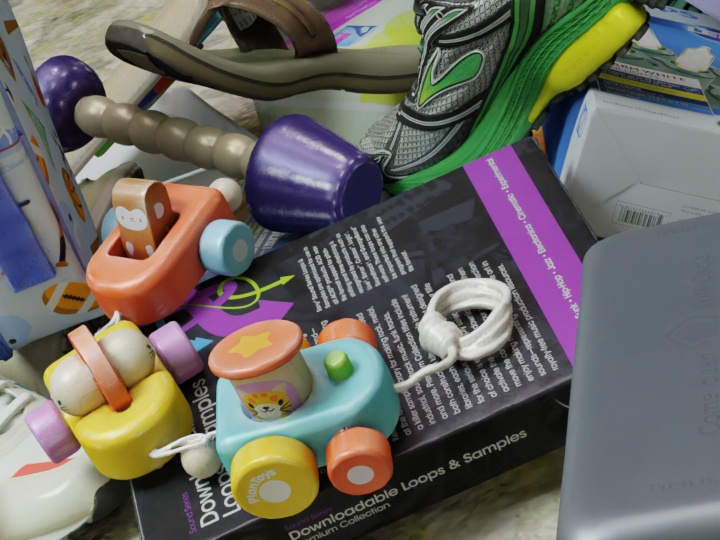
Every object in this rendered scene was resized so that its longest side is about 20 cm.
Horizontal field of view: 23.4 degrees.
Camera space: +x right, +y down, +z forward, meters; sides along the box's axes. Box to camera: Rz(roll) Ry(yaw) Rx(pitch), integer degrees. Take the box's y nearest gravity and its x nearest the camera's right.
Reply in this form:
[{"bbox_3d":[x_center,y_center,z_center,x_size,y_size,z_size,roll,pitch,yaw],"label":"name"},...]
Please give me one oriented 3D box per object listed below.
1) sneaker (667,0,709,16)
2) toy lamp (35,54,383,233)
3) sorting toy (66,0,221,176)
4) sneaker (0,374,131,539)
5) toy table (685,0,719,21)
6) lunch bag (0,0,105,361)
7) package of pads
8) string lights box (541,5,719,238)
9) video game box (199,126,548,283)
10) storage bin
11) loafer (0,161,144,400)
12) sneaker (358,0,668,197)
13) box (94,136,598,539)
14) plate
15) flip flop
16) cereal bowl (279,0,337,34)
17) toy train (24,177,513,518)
[{"bbox_3d":[0.154,-0.145,0.921,0.199,0.075,0.088,5,18,-31],"label":"sneaker"},{"bbox_3d":[-0.077,-0.059,0.840,0.200,0.058,0.058,18,39,36],"label":"toy lamp"},{"bbox_3d":[-0.111,-0.136,1.038,0.185,0.036,0.200,-44,13,32],"label":"sorting toy"},{"bbox_3d":[-0.180,0.062,0.730,0.199,0.094,0.070,3,29,40],"label":"sneaker"},{"bbox_3d":[0.210,-0.194,0.872,0.200,0.117,0.184,9,41,-43],"label":"toy table"},{"bbox_3d":[-0.175,-0.068,0.744,0.075,0.200,0.160,-23,36,-3],"label":"lunch bag"},{"bbox_3d":[0.053,-0.128,1.039,0.200,0.068,0.154,9,34,42],"label":"package of pads"},{"bbox_3d":[0.140,-0.071,0.809,0.102,0.059,0.200,12,24,-3],"label":"string lights box"},{"bbox_3d":[0.000,0.000,0.813,0.182,0.047,0.200,-7,24,17],"label":"video game box"},{"bbox_3d":[0.116,0.072,0.440,0.145,0.135,0.200,-11,24,15],"label":"storage bin"},{"bbox_3d":[-0.147,0.004,0.868,0.068,0.076,0.200,-6,24,10],"label":"loafer"},{"bbox_3d":[0.053,-0.103,0.763,0.200,0.085,0.078,-46,16,47],"label":"sneaker"},{"bbox_3d":[0.002,0.035,0.668,0.199,0.036,0.143,-23,38,0],"label":"box"},{"bbox_3d":[-0.172,-0.051,1.071,0.199,0.032,0.200,-23,22,-13],"label":"plate"},{"bbox_3d":[-0.040,-0.119,0.881,0.200,0.058,0.081,-4,16,-37],"label":"flip flop"},{"bbox_3d":[0.000,-0.229,1.148,0.083,0.200,0.200,42,49,12],"label":"cereal bowl"},{"bbox_3d":[-0.051,0.013,0.649,0.200,0.056,0.150,13,52,38],"label":"toy train"}]
